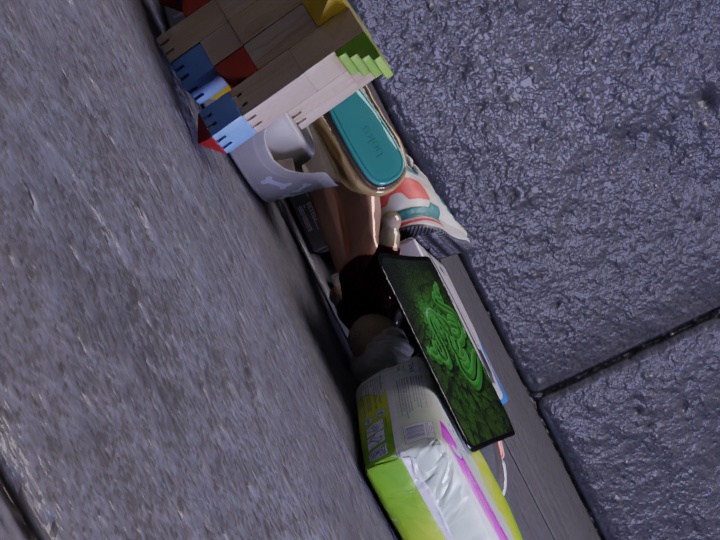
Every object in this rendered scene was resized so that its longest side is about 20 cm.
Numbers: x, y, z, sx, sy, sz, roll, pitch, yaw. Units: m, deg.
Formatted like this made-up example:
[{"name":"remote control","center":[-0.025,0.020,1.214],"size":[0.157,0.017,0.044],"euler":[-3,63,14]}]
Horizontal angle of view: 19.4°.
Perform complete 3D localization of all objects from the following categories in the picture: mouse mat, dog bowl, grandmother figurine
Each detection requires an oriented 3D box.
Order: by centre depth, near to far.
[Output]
[{"name":"mouse mat","center":[0.068,0.060,1.614],"size":[0.161,0.008,0.200],"euler":[64,11,6]},{"name":"dog bowl","center":[-0.085,-0.143,1.615],"size":[0.201,0.058,0.200],"euler":[63,5,-10]},{"name":"grandmother figurine","center":[0.000,0.000,1.673],"size":[0.121,0.060,0.201],"euler":[111,-28,-56]}]

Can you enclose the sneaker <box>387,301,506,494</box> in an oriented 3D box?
[{"name":"sneaker","center":[0.062,0.105,1.694],"size":[0.082,0.077,0.201],"euler":[122,-54,-88]}]

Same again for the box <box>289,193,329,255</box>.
[{"name":"box","center":[-0.051,-0.112,1.827],"size":[0.158,0.050,0.201],"euler":[16,49,-83]}]

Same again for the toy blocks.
[{"name":"toy blocks","center":[-0.076,-0.165,1.467],"size":[0.200,0.136,0.100],"euler":[60,6,33]}]

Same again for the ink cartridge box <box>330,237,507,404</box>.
[{"name":"ink cartridge box","center":[0.054,0.063,1.846],"size":[0.145,0.084,0.200],"euler":[64,6,11]}]

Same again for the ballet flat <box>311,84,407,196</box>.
[{"name":"ballet flat","center":[-0.031,-0.145,1.603],"size":[0.201,0.068,0.063],"euler":[66,-22,-6]}]

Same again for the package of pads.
[{"name":"package of pads","center":[0.067,0.177,1.541],"size":[0.201,0.068,0.155],"euler":[63,6,-20]}]

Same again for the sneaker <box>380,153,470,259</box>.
[{"name":"sneaker","center":[0.047,-0.059,1.885],"size":[0.200,0.070,0.094],"euler":[28,45,-77]}]
